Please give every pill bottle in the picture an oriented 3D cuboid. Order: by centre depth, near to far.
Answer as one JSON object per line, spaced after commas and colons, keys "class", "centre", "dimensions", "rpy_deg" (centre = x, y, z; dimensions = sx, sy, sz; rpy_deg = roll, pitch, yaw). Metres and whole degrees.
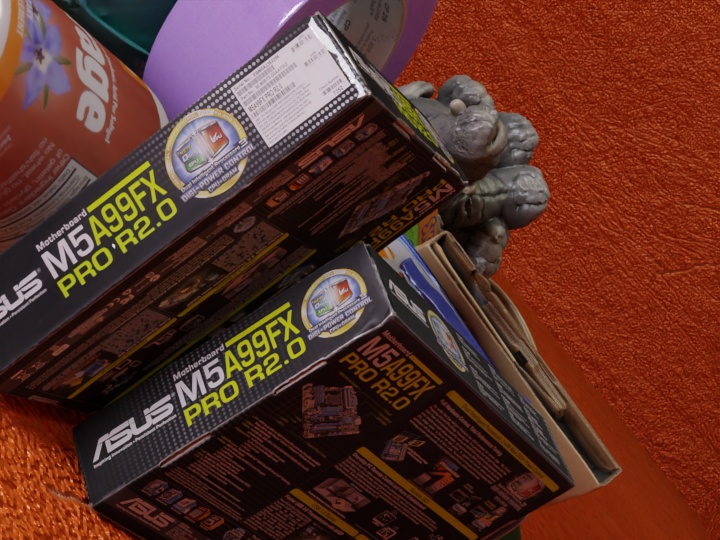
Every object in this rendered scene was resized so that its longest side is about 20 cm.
{"class": "pill bottle", "centre": [-0.156, -0.063, 0.815], "dimensions": [0.113, 0.112, 0.200], "rpy_deg": [58, 9, 32]}

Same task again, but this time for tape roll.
{"class": "tape roll", "centre": [-0.042, -0.142, 1.118], "dimensions": [0.066, 0.200, 0.200], "rpy_deg": [45, 5, 18]}

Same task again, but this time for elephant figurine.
{"class": "elephant figurine", "centre": [0.026, -0.067, 1.100], "dimensions": [0.142, 0.155, 0.200], "rpy_deg": [46, 16, 19]}

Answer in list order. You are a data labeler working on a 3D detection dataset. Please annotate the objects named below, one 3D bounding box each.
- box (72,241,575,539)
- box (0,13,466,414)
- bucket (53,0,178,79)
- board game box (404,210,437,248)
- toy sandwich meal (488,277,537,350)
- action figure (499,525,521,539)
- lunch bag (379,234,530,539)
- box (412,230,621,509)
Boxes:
{"class": "box", "centre": [-0.011, 0.087, 0.823], "dimensions": [0.200, 0.160, 0.044], "rpy_deg": [42, 19, -50]}
{"class": "box", "centre": [-0.061, -0.013, 0.780], "dimensions": [0.044, 0.199, 0.160], "rpy_deg": [56, 9, 18]}
{"class": "bucket", "centre": [-0.152, -0.221, 1.127], "dimensions": [0.208, 0.206, 0.135], "rpy_deg": [56, -25, 20]}
{"class": "board game box", "centre": [0.000, 0.000, 1.052], "dimensions": [0.095, 0.030, 0.201], "rpy_deg": [28, -36, 22]}
{"class": "toy sandwich meal", "centre": [0.048, 0.089, 1.247], "dimensions": [0.070, 0.205, 0.206], "rpy_deg": [-14, 63, -46]}
{"class": "action figure", "centre": [0.071, 0.109, 1.096], "dimensions": [0.118, 0.055, 0.201], "rpy_deg": [38, -30, 28]}
{"class": "lunch bag", "centre": [0.003, 0.076, 0.946], "dimensions": [0.201, 0.160, 0.076], "rpy_deg": [53, 18, -5]}
{"class": "box", "centre": [0.045, 0.076, 1.030], "dimensions": [0.164, 0.021, 0.200], "rpy_deg": [54, -32, -2]}
